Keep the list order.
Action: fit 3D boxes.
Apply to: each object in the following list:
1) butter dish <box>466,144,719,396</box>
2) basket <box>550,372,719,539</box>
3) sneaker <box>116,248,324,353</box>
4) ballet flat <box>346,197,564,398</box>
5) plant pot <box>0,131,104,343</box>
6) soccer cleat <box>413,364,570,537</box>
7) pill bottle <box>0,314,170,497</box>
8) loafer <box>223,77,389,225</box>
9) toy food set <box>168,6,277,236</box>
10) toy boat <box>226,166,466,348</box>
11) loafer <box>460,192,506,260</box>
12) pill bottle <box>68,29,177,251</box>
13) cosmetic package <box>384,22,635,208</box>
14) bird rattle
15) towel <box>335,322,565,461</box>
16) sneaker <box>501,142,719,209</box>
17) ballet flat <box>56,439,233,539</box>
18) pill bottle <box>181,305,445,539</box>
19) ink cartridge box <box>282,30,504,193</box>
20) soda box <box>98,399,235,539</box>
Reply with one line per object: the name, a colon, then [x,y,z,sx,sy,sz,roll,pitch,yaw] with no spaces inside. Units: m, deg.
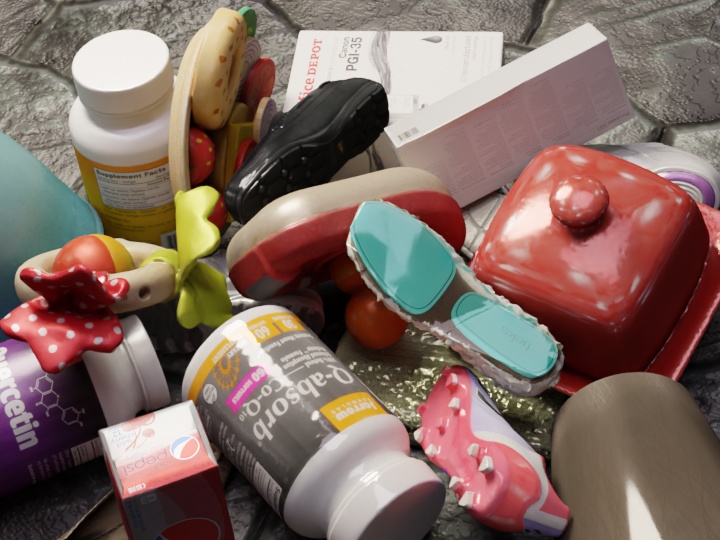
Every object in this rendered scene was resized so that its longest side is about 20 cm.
butter dish: [0.174,-0.020,1.220,0.199,0.148,0.200,23,67,26]
basket: [0.206,0.179,1.106,0.180,0.136,0.200,-24,39,15]
sneaker: [-0.129,0.021,1.347,0.199,0.075,0.082,6,40,-3]
ballet flat: [0.065,0.030,1.197,0.200,0.072,0.072,41,60,11]
plant pot: [-0.344,-0.044,1.301,0.199,0.188,0.201,-18,45,19]
soccer cleat: [0.093,0.131,1.151,0.076,0.067,0.200,28,12,-17]
pill bottle: [-0.255,0.106,1.240,0.199,0.113,0.113,-23,48,-15]
loafer: [-0.053,-0.102,1.345,0.070,0.068,0.201,16,43,34]
toy food set: [-0.112,-0.124,1.347,0.048,0.201,0.198,6,8,12]
toy boat: [0.000,0.000,1.274,0.199,0.130,0.131,-16,78,-33]
loafer: [0.159,-0.007,1.348,0.199,0.063,0.072,21,71,29]
pill bottle: [-0.190,-0.104,1.375,0.110,0.201,0.111,-3,45,3]
cosmetic package: [0.127,-0.127,1.356,0.199,0.083,0.051,-27,28,-1]
bird rattle: [-0.195,0.015,1.216,0.200,0.113,0.163,-26,24,-36]
towel: [0.074,0.082,1.280,0.199,0.037,0.149,10,49,16]
sneaker: [0.223,-0.076,1.408,0.199,0.075,0.100,8,23,18]
ballet flat: [-0.173,0.183,1.203,0.067,0.046,0.200,33,58,31]
pill bottle: [-0.035,0.127,1.189,0.116,0.117,0.200,-33,57,-23]
ink cartridge box: [0.032,-0.147,1.473,0.199,0.083,0.147,1,48,8]
soda box: [-0.124,0.182,1.090,0.070,0.201,0.064,-19,47,-11]
